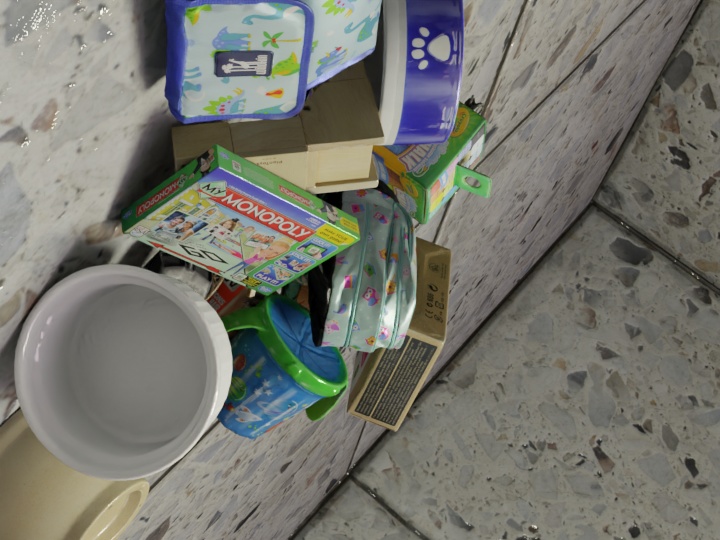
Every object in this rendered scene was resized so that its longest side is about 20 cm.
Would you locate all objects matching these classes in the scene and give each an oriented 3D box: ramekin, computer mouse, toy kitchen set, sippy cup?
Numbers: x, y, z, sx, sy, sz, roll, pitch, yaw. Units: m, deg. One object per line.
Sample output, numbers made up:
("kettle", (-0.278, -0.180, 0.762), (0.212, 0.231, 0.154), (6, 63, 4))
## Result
("ramekin", (-0.220, 0.093, 1.119), (0.201, 0.200, 0.098), (-54, 174, 6))
("computer mouse", (-0.175, 0.024, 1.227), (0.140, 0.046, 0.201), (13, 92, -40))
("toy kitchen set", (-0.096, -0.139, 1.196), (0.199, 0.181, 0.163), (-7, 148, -10))
("sippy cup", (-0.106, 0.117, 1.319), (0.130, 0.178, 0.140), (-41, -173, 16))

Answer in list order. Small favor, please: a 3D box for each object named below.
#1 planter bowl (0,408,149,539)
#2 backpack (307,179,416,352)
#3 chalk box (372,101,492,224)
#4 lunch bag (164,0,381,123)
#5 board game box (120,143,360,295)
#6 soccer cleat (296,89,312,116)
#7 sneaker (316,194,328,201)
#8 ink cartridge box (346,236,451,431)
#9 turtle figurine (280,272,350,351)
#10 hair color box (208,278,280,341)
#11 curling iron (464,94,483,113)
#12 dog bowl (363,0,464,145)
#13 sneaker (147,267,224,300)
("planter bowl", (-0.318, 0.237, 1.270), (0.200, 0.135, 0.200), (-49, 166, -16))
("backpack", (0.000, 0.000, 1.334), (0.200, 0.126, 0.167), (-88, -179, -50))
("chalk box", (0.075, -0.149, 1.451), (0.124, 0.200, 0.124), (-49, 166, -14))
("lunch bag", (-0.077, -0.220, 0.972), (0.200, 0.128, 0.170), (-33, 162, -22))
("board game box", (-0.115, -0.044, 1.142), (0.134, 0.029, 0.200), (-30, 144, 30))
("soccer cleat", (-0.067, -0.138, 1.315), (0.076, 0.067, 0.200), (-25, 153, -53))
("sneaker", (-0.009, -0.086, 1.477), (0.077, 0.091, 0.200), (-25, 140, 0))
("ink cartridge box", (0.051, 0.077, 1.492), (0.200, 0.075, 0.165), (-81, -167, -54))
("turtle figurine", (-0.058, 0.017, 1.530), (0.150, 0.100, 0.200), (38, 63, -55))
("hair color box", (-0.186, 0.079, 1.351), (0.200, 0.064, 0.111), (-46, 150, -1))
("curling iron", (0.125, -0.152, 1.617), (0.200, 0.026, 0.050), (-67, 167, 23))
("dog bowl", (0.048, -0.229, 1.190), (0.200, 0.079, 0.201), (179, -90, -83))
("sneaker", (-0.223, 0.039, 1.273), (0.200, 0.070, 0.076), (-46, -176, -14))
